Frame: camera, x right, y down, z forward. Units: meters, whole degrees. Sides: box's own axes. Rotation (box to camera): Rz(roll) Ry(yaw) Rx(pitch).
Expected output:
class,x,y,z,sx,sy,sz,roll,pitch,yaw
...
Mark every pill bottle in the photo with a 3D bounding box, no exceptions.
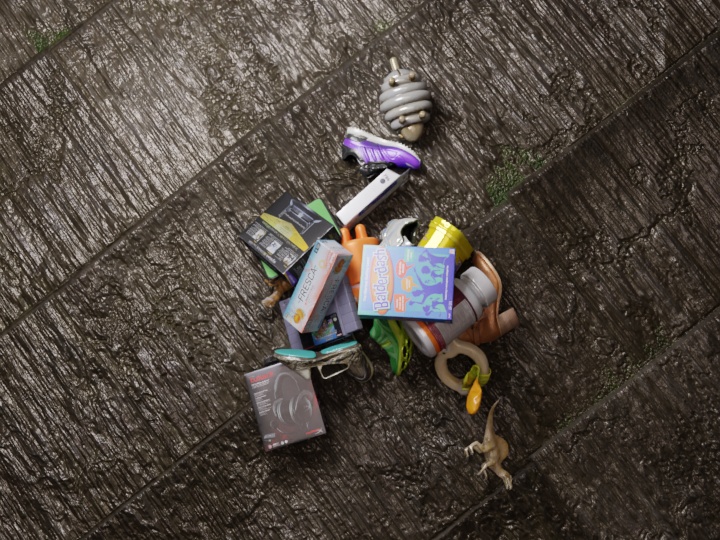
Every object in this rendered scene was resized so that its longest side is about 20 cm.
class,x,y,z,sx,sy,sz,roll,pitch,yaw
pill bottle,0.195,0.087,1.610,0.199,0.110,0.110,-38,84,-11

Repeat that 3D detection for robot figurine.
class,x,y,z,sx,sy,sz,roll,pitch,yaw
robot figurine,0.002,0.000,1.693,0.142,0.116,0.203,-6,82,-39

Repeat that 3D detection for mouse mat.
class,x,y,z,sx,sy,sz,roll,pitch,yaw
mouse mat,-0.151,-0.076,1.713,0.198,0.008,0.162,-31,47,1

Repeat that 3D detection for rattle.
class,x,y,z,sx,sy,sz,roll,pitch,yaw
rattle,0.189,0.210,1.642,0.201,0.130,0.143,49,48,-8

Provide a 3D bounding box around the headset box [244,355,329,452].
class,x,y,z,sx,sy,sz,roll,pitch,yaw
headset box,-0.170,0.291,1.687,0.147,0.077,0.203,-16,85,0

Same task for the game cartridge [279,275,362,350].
class,x,y,z,sx,sy,sz,roll,pitch,yaw
game cartridge,-0.093,0.103,1.675,0.198,0.038,0.132,-23,75,33

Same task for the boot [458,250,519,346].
class,x,y,z,sx,sy,sz,roll,pitch,yaw
boot,0.259,0.072,1.707,0.153,0.077,0.202,-25,91,3

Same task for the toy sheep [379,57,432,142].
class,x,y,z,sx,sy,sz,roll,pitch,yaw
toy sheep,0.104,-0.399,1.724,0.136,0.138,0.203,-11,92,1

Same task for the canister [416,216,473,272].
class,x,y,z,sx,sy,sz,roll,pitch,yaw
canister,0.157,-0.002,1.674,0.086,0.148,0.201,34,88,29

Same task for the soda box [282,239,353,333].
class,x,y,z,sx,sy,sz,roll,pitch,yaw
soda box,-0.094,0.035,1.615,0.068,0.063,0.202,37,111,29

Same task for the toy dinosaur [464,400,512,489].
class,x,y,z,sx,sy,sz,roll,pitch,yaw
toy dinosaur,0.289,0.401,1.680,0.100,0.058,0.203,-13,91,-15

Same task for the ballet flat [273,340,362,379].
class,x,y,z,sx,sy,sz,roll,pitch,yaw
ballet flat,-0.091,0.204,1.632,0.197,0.068,0.077,-6,99,-7

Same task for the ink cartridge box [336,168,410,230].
class,x,y,z,sx,sy,sz,roll,pitch,yaw
ink cartridge box,0.030,-0.174,1.719,0.199,0.099,0.039,-40,83,-3

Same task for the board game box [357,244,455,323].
class,x,y,z,sx,sy,sz,roll,pitch,yaw
board game box,0.098,0.028,1.552,0.196,0.045,0.155,2,76,10

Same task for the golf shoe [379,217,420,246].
class,x,y,z,sx,sy,sz,roll,pitch,yaw
golf shoe,0.071,-0.037,1.623,0.078,0.097,0.202,35,61,-24

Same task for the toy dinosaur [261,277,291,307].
class,x,y,z,sx,sy,sz,roll,pitch,yaw
toy dinosaur,-0.160,0.007,1.738,0.199,0.060,0.107,-38,96,-10

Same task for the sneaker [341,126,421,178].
class,x,y,z,sx,sy,sz,roll,pitch,yaw
sneaker,0.044,-0.259,1.746,0.198,0.070,0.101,22,86,12

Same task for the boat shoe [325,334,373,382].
class,x,y,z,sx,sy,sz,roll,pitch,yaw
boat shoe,-0.041,0.170,1.701,0.073,0.065,0.200,-42,83,-1

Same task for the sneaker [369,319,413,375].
class,x,y,z,sx,sy,sz,roll,pitch,yaw
sneaker,0.068,0.146,1.675,0.083,0.074,0.203,6,124,32

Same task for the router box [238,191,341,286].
class,x,y,z,sx,sy,sz,roll,pitch,yaw
router box,-0.161,-0.075,1.676,0.157,0.052,0.199,-43,48,-11
